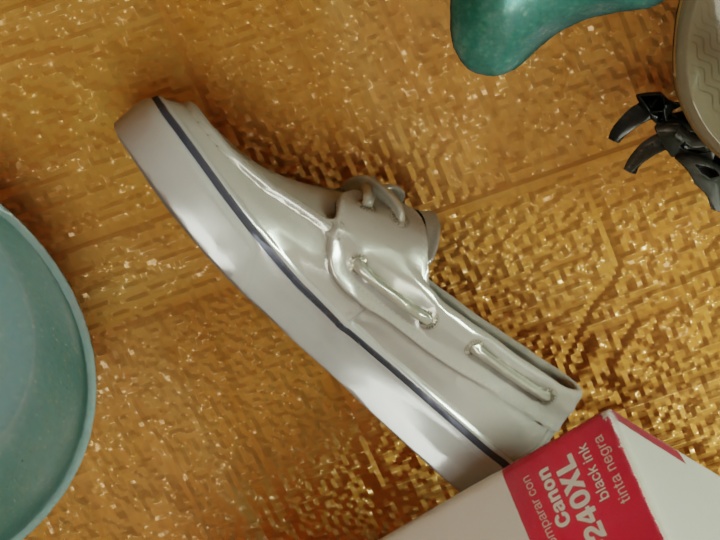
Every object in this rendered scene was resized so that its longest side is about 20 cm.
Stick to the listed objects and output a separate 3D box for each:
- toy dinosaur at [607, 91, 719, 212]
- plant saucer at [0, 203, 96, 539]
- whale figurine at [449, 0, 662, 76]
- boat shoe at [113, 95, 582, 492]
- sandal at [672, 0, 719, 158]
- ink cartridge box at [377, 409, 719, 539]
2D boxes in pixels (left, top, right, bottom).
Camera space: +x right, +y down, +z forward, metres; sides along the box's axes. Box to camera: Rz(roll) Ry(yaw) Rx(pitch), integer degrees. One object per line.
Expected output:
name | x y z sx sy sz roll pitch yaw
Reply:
toy dinosaur | 0.145 -0.090 0.826 0.199 0.102 0.136 22 106 17
plant saucer | -0.195 0.030 0.904 0.199 0.036 0.201 0 121 -1
whale figurine | 0.025 -0.153 0.746 0.159 0.104 0.201 -22 105 12
boat shoe | 0.000 0.000 0.874 0.066 0.072 0.200 -45 106 3
sandal | 0.171 -0.107 0.739 0.200 0.054 0.080 -38 90 21
ink cartridge box | 0.046 0.146 0.915 0.200 0.084 0.145 -30 155 15
